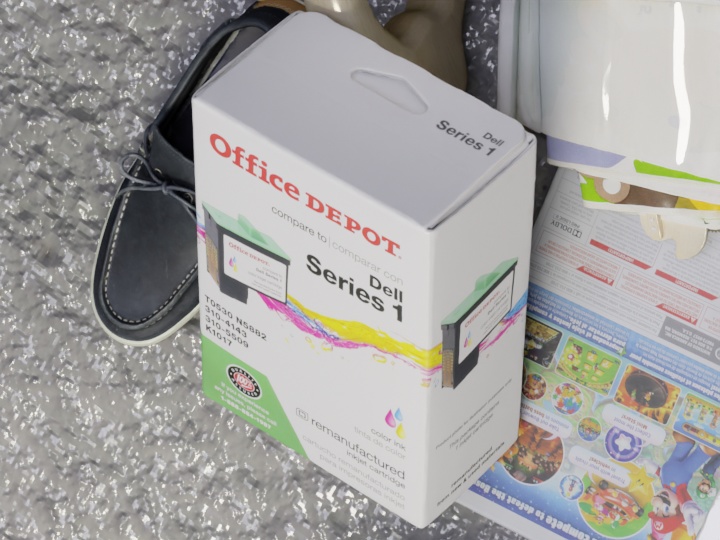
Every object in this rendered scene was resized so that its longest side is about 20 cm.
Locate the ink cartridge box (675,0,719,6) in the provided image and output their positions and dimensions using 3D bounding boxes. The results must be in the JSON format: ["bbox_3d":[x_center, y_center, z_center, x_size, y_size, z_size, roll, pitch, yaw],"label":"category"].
[{"bbox_3d":[0.071,-0.185,1.295,0.199,0.115,0.068,7,62,6],"label":"ink cartridge box"}]

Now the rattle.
[{"bbox_3d":[-0.016,-0.112,1.431,0.142,0.130,0.201,-8,112,17],"label":"rattle"}]

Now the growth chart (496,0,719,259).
[{"bbox_3d":[0.144,-0.077,1.369,0.199,0.018,0.145,21,122,25],"label":"growth chart"}]

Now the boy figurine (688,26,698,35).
[{"bbox_3d":[0.224,-0.183,1.354,0.124,0.064,0.201,34,103,16],"label":"boy figurine"}]

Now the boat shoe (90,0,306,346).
[{"bbox_3d":[-0.084,-0.050,1.478,0.074,0.062,0.201,35,106,13],"label":"boat shoe"}]

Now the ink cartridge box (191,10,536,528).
[{"bbox_3d":[0.000,0.000,1.373,0.144,0.084,0.201,30,141,27],"label":"ink cartridge box"}]

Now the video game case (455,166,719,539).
[{"bbox_3d":[0.132,0.046,1.426,0.143,0.018,0.201,26,101,17],"label":"video game case"}]

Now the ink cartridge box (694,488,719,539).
[{"bbox_3d":[0.215,0.107,1.301,0.083,0.200,0.145,30,103,17],"label":"ink cartridge box"}]
